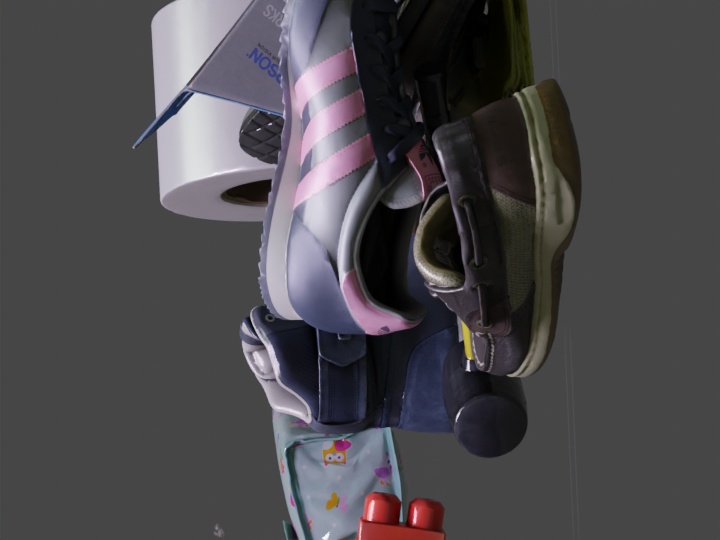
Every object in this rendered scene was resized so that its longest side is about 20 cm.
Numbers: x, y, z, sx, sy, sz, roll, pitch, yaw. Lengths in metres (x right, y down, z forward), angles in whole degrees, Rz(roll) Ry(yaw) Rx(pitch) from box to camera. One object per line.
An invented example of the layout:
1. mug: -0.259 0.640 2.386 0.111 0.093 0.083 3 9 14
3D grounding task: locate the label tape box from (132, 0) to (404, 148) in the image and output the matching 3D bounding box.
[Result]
1. label tape box: -0.025 -0.132 1.028 0.200 0.063 0.144 -50 4 11

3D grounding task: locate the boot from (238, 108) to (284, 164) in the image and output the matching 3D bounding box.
1. boot: -0.012 -0.171 1.327 0.200 0.067 0.131 -44 35 33

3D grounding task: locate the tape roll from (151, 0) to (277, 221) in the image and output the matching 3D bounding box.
1. tape roll: -0.055 -0.124 1.462 0.203 0.200 0.141 108 158 -81

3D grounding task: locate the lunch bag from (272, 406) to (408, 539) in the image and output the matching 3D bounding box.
1. lunch bag: -0.013 0.223 1.794 0.170 0.121 0.202 -120 18 -77

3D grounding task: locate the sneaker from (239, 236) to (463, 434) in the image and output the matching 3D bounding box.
1. sneaker: 0.000 0.000 1.139 0.077 0.144 0.204 90 177 -64

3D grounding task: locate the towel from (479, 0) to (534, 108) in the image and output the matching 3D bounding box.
1. towel: 0.066 -0.086 0.991 0.200 0.018 0.087 97 168 -70

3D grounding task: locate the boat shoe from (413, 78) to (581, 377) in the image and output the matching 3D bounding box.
1. boat shoe: 0.054 -0.014 0.849 0.201 0.064 0.074 90 173 -58

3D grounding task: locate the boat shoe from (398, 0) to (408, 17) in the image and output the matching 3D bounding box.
1. boat shoe: 0.005 -0.117 1.153 0.064 0.070 0.201 43 -141 -24

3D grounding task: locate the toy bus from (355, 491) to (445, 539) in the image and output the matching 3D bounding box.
1. toy bus: -0.012 0.232 1.203 0.136 0.198 0.194 -131 45 -88

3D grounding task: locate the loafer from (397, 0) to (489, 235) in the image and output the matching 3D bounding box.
1. loafer: 0.036 -0.090 0.977 0.072 0.063 0.200 -58 -1 -36

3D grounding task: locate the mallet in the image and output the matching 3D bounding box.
1. mallet: 0.050 0.000 0.943 0.066 0.041 0.202 -99 -2 -56

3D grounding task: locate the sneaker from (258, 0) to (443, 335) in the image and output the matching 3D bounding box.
1. sneaker: 0.008 -0.068 0.890 0.070 0.081 0.202 -19 -62 -54
